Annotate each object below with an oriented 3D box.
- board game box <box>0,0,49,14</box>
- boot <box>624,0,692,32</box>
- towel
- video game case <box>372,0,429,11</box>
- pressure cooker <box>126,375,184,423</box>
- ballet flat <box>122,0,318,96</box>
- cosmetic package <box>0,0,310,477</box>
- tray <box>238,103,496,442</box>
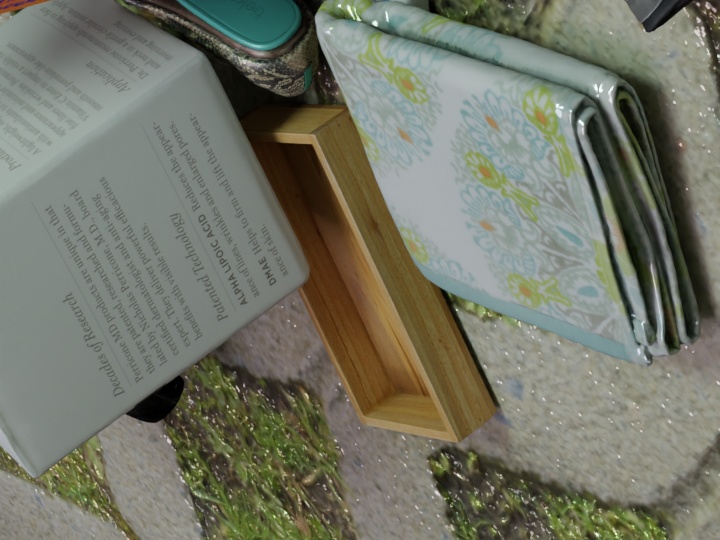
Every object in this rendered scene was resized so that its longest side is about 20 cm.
[{"bbox_3d":[-0.192,-0.248,1.431,0.200,0.199,0.200,-33,78,63],"label":"board game box"},{"bbox_3d":[0.092,-0.154,1.278,0.132,0.070,0.200,48,157,1],"label":"boot"},{"bbox_3d":[0.075,-0.048,1.436,0.200,0.048,0.171,21,143,44],"label":"towel"},{"bbox_3d":[-0.027,-0.222,1.441,0.143,0.018,0.200,34,147,37],"label":"video game case"},{"bbox_3d":[-0.196,0.020,1.823,0.200,0.176,0.179,44,137,18],"label":"pressure cooker"},{"bbox_3d":[-0.100,-0.157,1.590,0.200,0.068,0.075,39,161,23],"label":"ballet flat"},{"bbox_3d":[-0.171,-0.028,1.613,0.165,0.200,0.165,35,156,52],"label":"cosmetic package"},{"bbox_3d":[0.000,0.000,1.634,0.099,0.037,0.200,6,127,56],"label":"tray"}]
